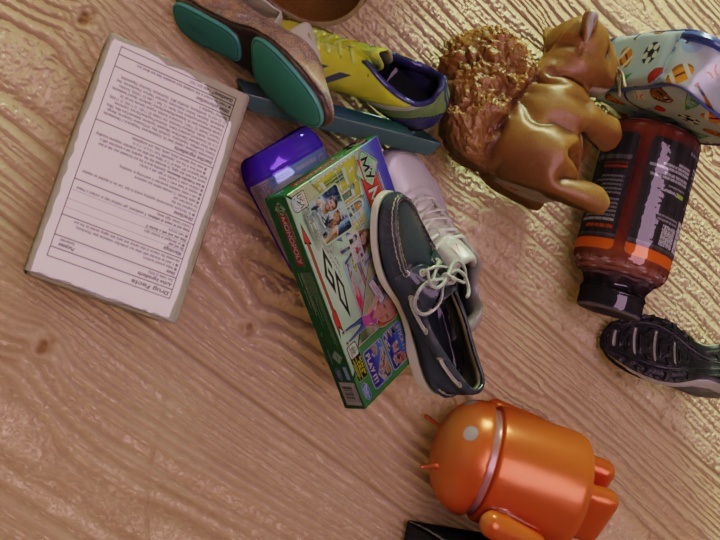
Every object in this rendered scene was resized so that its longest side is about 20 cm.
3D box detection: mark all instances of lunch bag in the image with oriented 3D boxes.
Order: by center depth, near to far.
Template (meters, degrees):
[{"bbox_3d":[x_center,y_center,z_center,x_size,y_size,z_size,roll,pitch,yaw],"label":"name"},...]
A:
[{"bbox_3d":[0.342,-0.186,0.947,0.158,0.200,0.077,24,94,-21],"label":"lunch bag"}]

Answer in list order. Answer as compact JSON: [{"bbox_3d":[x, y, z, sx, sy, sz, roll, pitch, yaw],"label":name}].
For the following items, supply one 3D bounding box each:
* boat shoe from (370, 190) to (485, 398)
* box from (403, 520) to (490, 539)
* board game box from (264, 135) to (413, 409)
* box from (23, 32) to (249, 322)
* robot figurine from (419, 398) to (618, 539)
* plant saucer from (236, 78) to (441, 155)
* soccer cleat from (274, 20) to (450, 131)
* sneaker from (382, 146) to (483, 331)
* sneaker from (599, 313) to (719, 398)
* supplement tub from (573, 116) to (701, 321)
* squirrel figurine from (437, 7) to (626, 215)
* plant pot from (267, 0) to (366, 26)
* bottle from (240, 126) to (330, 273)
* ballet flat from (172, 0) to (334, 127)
[{"bbox_3d":[0.062,0.023,0.807,0.074,0.061,0.204,-29,109,-45],"label":"boat shoe"},{"bbox_3d":[0.133,0.372,0.881,0.193,0.123,0.205,15,84,-23],"label":"box"},{"bbox_3d":[0.000,0.000,0.806,0.134,0.029,0.204,-38,115,-42],"label":"board game box"},{"bbox_3d":[-0.191,-0.072,0.762,0.126,0.109,0.204,21,81,-21],"label":"box"},{"bbox_3d":[0.152,0.199,0.884,0.196,0.117,0.147,19,74,-2],"label":"robot figurine"},{"bbox_3d":[-0.022,-0.144,0.858,0.195,0.070,0.019,10,109,-20],"label":"plant saucer"},{"bbox_3d":[-0.007,-0.194,0.836,0.196,0.084,0.066,22,72,0],"label":"soccer cleat"},{"bbox_3d":[0.077,-0.030,0.879,0.077,0.099,0.204,-27,99,-21],"label":"sneaker"},{"bbox_3d":[0.360,0.108,1.012,0.195,0.080,0.076,15,66,-4],"label":"sneaker"},{"bbox_3d":[0.290,-0.053,0.965,0.105,0.107,0.205,19,85,-21],"label":"supplement tub"},{"bbox_3d":[0.173,-0.177,0.897,0.196,0.141,0.190,23,88,-13],"label":"squirrel figurine"},{"bbox_3d":[-0.009,-0.362,0.822,0.187,0.185,0.201,49,59,-14],"label":"plant pot"},{"bbox_3d":[-0.036,-0.030,0.849,0.083,0.065,0.203,-31,101,-25],"label":"bottle"},{"bbox_3d":[-0.081,-0.203,0.795,0.199,0.069,0.067,40,61,18],"label":"ballet flat"}]
